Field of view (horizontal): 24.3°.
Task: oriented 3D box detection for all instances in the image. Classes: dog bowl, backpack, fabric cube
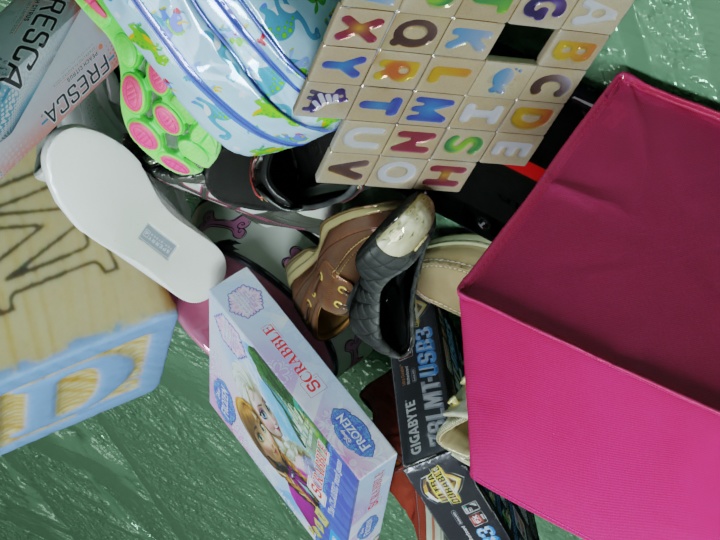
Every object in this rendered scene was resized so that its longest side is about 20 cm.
[{"bbox_3d":[-0.084,0.031,1.448,0.200,0.074,0.200,30,152,18],"label":"dog bowl"},{"bbox_3d":[-0.073,-0.168,1.036,0.153,0.163,0.201,-8,117,28],"label":"backpack"},{"bbox_3d":[0.190,0.042,0.988,0.196,0.200,0.200,25,148,25],"label":"fabric cube"}]

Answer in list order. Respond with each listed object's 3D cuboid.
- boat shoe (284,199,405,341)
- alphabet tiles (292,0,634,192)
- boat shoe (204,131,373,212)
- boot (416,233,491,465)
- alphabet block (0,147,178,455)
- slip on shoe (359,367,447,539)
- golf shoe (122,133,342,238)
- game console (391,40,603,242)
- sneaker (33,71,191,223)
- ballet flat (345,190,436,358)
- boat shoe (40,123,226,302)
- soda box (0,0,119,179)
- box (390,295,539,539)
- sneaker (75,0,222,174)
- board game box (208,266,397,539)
[{"bbox_3d":[-0.001,0.000,1.272,0.200,0.072,0.068,138,125,-62],"label":"boat shoe"},{"bbox_3d":[0.047,-0.107,0.994,0.166,0.008,0.200,3,147,-19],"label":"alphabet tiles"},{"bbox_3d":[-0.049,-0.077,1.165,0.201,0.063,0.074,-6,102,49],"label":"boat shoe"},{"bbox_3d":[0.090,0.059,1.181,0.199,0.155,0.072,19,146,32],"label":"boot"},{"bbox_3d":[-0.298,0.024,1.498,0.201,0.196,0.195,62,156,16],"label":"alphabet block"},{"bbox_3d":[0.042,0.163,1.347,0.074,0.061,0.201,56,-166,-48],"label":"slip on shoe"},{"bbox_3d":[-0.102,-0.073,1.313,0.199,0.077,0.088,21,153,32],"label":"golf shoe"},{"bbox_3d":[0.075,-0.095,1.116,0.199,0.031,0.177,28,145,19],"label":"game console"},{"bbox_3d":[-0.220,-0.086,1.381,0.200,0.099,0.078,56,150,-10],"label":"sneaker"},{"bbox_3d":[0.029,0.002,1.143,0.057,0.066,0.200,44,161,12],"label":"ballet flat"},{"bbox_3d":[-0.184,-0.050,1.313,0.200,0.072,0.068,37,174,-40],"label":"boat shoe"},{"bbox_3d":[-0.242,-0.150,1.230,0.063,0.200,0.069,21,147,31],"label":"soda box"},{"bbox_3d":[0.082,0.142,1.299,0.049,0.200,0.199,-23,126,12],"label":"box"},{"bbox_3d":[-0.146,-0.166,1.200,0.076,0.084,0.201,-17,102,22],"label":"sneaker"},{"bbox_3d":[-0.053,0.126,1.363,0.200,0.041,0.200,50,157,23],"label":"board game box"}]
